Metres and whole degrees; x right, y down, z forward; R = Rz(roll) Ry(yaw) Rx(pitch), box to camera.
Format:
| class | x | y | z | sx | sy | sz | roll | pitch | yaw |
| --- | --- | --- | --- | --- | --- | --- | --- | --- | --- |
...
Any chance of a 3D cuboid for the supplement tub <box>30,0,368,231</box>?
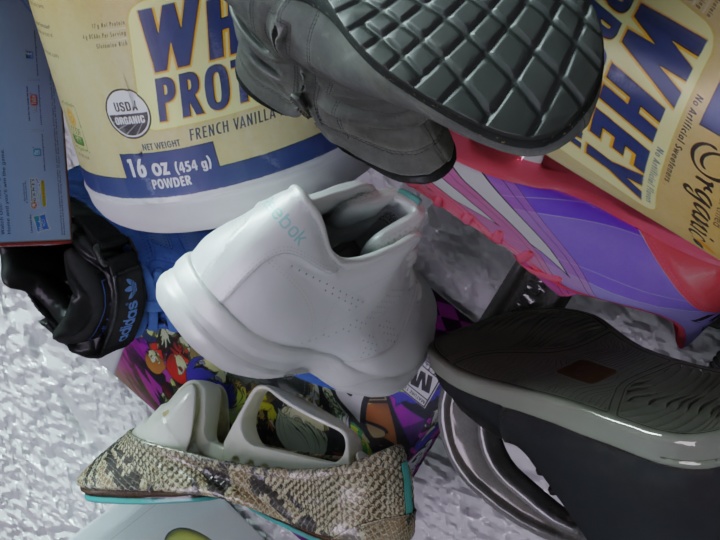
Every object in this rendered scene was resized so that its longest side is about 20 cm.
| class | x | y | z | sx | sy | sz | roll | pitch | yaw |
| --- | --- | --- | --- | --- | --- | --- | --- | --- | --- |
| supplement tub | -0.074 | -0.133 | 0.868 | 0.144 | 0.144 | 0.200 | 3 | 118 | 39 |

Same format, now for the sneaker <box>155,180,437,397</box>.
| class | x | y | z | sx | sy | sz | roll | pitch | yaw |
| --- | --- | --- | --- | --- | --- | --- | --- | --- | --- |
| sneaker | 0.000 | 0.000 | 0.840 | 0.089 | 0.200 | 0.075 | -48 | 72 | 16 |

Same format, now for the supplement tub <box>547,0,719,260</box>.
| class | x | y | z | sx | sy | sz | roll | pitch | yaw |
| --- | --- | --- | --- | --- | --- | --- | --- | --- | --- |
| supplement tub | 0.144 | -0.080 | 0.729 | 0.200 | 0.144 | 0.145 | 33 | 133 | 20 |

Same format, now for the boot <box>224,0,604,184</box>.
| class | x | y | z | sx | sy | sz | roll | pitch | yaw |
| --- | --- | --- | --- | --- | --- | --- | --- | --- | --- |
| boot | 0.017 | -0.074 | 0.706 | 0.200 | 0.068 | 0.131 | 35 | 164 | 34 |

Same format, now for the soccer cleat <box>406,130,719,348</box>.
| class | x | y | z | sx | sy | sz | roll | pitch | yaw |
| --- | --- | --- | --- | --- | --- | --- | --- | --- | --- |
| soccer cleat | 0.067 | -0.030 | 0.821 | 0.200 | 0.067 | 0.077 | 21 | 125 | -5 |

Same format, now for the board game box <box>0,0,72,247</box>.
| class | x | y | z | sx | sy | sz | roll | pitch | yaw |
| --- | --- | --- | --- | --- | --- | --- | --- | --- | --- |
| board game box | -0.178 | -0.109 | 0.882 | 0.019 | 0.103 | 0.200 | -5 | 89 | 39 |

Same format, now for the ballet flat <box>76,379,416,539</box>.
| class | x | y | z | sx | sy | sz | roll | pitch | yaw |
| --- | --- | --- | --- | --- | --- | --- | --- | --- | --- |
| ballet flat | -0.058 | 0.094 | 1.021 | 0.200 | 0.068 | 0.075 | 7 | 99 | 31 |

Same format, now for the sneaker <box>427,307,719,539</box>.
| class | x | y | z | sx | sy | sz | roll | pitch | yaw |
| --- | --- | --- | --- | --- | --- | --- | --- | --- | --- |
| sneaker | 0.097 | 0.086 | 0.838 | 0.200 | 0.075 | 0.106 | 24 | 129 | 57 |

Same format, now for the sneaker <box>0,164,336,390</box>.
| class | x | y | z | sx | sy | sz | roll | pitch | yaw |
| --- | --- | --- | --- | --- | --- | --- | --- | --- | --- |
| sneaker | -0.085 | 0.016 | 0.954 | 0.200 | 0.111 | 0.077 | 33 | 129 | 20 |

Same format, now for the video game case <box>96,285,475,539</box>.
| class | x | y | z | sx | sy | sz | roll | pitch | yaw |
| --- | --- | --- | --- | --- | --- | --- | --- | --- | --- |
| video game case | -0.046 | 0.037 | 1.038 | 0.200 | 0.036 | 0.181 | 40 | 134 | 13 |

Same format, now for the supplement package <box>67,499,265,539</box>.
| class | x | y | z | sx | sy | sz | roll | pitch | yaw |
| --- | --- | --- | --- | --- | --- | --- | --- | --- | --- |
| supplement package | -0.115 | 0.253 | 1.119 | 0.200 | 0.191 | 0.147 | 43 | 135 | 10 |

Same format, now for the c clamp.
| class | x | y | z | sx | sy | sz | roll | pitch | yaw |
| --- | --- | --- | --- | --- | --- | --- | --- | --- | --- |
| c clamp | 0.124 | 0.056 | 0.889 | 0.171 | 0.027 | 0.200 | 44 | 122 | 14 |
